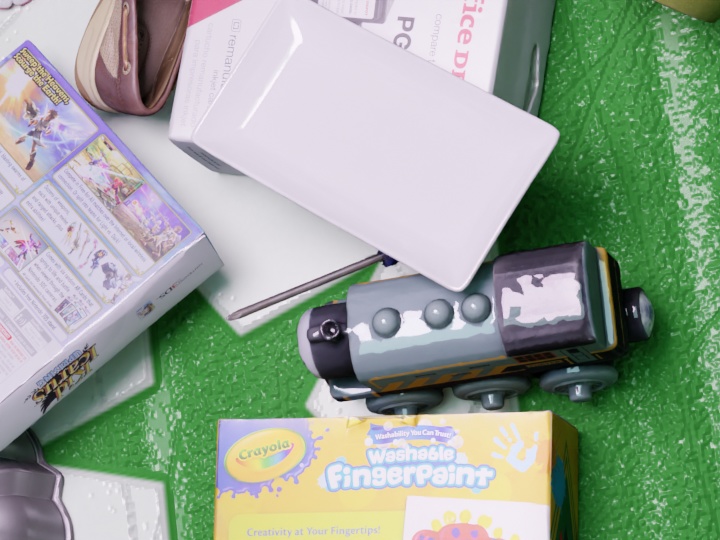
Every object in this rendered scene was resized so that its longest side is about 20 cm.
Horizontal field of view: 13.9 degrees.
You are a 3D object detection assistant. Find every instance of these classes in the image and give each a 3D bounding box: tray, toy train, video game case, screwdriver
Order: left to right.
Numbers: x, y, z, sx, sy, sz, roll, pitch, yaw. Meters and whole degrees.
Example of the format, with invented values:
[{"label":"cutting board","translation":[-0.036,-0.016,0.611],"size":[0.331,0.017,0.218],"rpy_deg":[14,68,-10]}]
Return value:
[{"label":"video game case","translation":[-0.210,-0.016,1.773],"size":[0.181,0.045,0.200],"rpy_deg":[-40,58,-5]},{"label":"screwdriver","translation":[0.000,0.000,1.674],"size":[0.200,0.029,0.028],"rpy_deg":[-27,44,-35]},{"label":"tray","translation":[0.009,-0.072,1.657],"size":[0.200,0.022,0.108],"rpy_deg":[30,84,27]},{"label":"toy train","translation":[0.063,0.032,1.664],"size":[0.199,0.114,0.086],"rpy_deg":[-8,74,16]}]

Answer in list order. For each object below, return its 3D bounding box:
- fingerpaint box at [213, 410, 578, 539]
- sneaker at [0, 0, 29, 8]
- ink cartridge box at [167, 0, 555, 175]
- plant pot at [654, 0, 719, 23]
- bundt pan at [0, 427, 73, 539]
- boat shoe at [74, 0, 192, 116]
[{"label":"fingerpaint box","translation":[0.020,0.168,1.668],"size":[0.199,0.073,0.168],"rpy_deg":[-3,77,17]},{"label":"sneaker","translation":[-0.178,-0.243,1.825],"size":[0.200,0.088,0.081],"rpy_deg":[-37,69,7]},{"label":"ink cartridge box","translation":[0.002,-0.127,1.739],"size":[0.199,0.083,0.146],"rpy_deg":[6,79,20]},{"label":"plant pot","translation":[0.203,-0.249,1.666],"size":[0.187,0.187,0.201],"rpy_deg":[30,103,22]},{"label":"bundt pan","translation":[-0.278,0.164,1.769],"size":[0.201,0.076,0.203],"rpy_deg":[-4,77,18]},{"label":"boat shoe","translation":[-0.112,-0.188,1.786],"size":[0.072,0.072,0.201],"rpy_deg":[18,87,56]}]
